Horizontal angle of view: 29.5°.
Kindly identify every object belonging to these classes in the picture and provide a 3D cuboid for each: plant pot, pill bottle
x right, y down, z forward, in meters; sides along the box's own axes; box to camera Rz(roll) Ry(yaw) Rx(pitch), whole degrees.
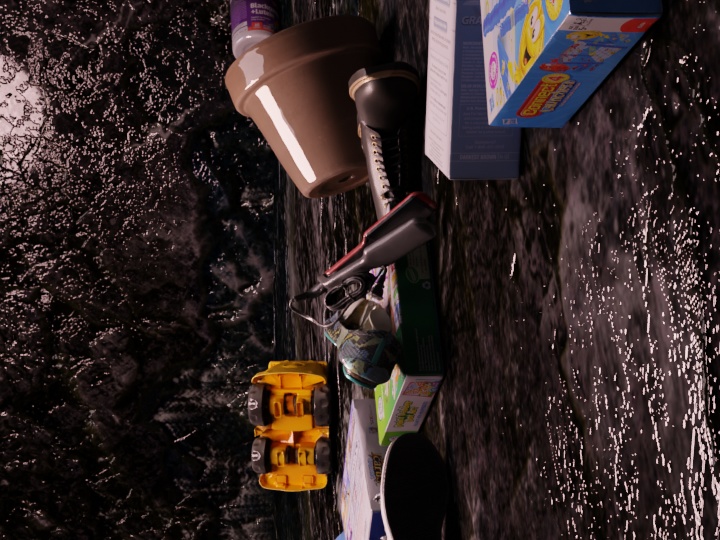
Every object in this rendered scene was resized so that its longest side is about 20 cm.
[{"bbox_3d":[-0.047,-0.188,1.667,0.200,0.199,0.176,123,127,-75],"label":"plant pot"},{"bbox_3d":[-0.238,-0.571,3.083,0.112,0.110,0.201,103,163,-58],"label":"pill bottle"}]

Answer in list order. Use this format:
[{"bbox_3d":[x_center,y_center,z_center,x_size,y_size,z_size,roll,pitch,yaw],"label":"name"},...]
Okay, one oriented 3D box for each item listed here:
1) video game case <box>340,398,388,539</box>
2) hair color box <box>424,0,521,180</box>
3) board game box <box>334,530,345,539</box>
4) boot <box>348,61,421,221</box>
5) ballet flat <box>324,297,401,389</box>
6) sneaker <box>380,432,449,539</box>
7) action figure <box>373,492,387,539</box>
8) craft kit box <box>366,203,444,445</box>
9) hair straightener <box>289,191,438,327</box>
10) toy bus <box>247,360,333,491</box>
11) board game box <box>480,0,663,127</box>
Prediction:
[{"bbox_3d":[0.013,0.294,1.702,0.182,0.045,0.201,-103,14,-49],"label":"video game case"},{"bbox_3d":[0.091,-0.180,1.073,0.099,0.060,0.202,-118,28,-71],"label":"hair color box"},{"bbox_3d":[-0.015,0.458,1.948,0.200,0.039,0.159,120,153,-65],"label":"board game box"},{"bbox_3d":[0.035,-0.128,1.454,0.200,0.077,0.140,69,-167,-76],"label":"boot"},{"bbox_3d":[0.007,0.066,1.424,0.200,0.074,0.075,-128,38,-73],"label":"ballet flat"},{"bbox_3d":[0.047,0.272,1.367,0.121,0.083,0.202,131,137,-64],"label":"sneaker"},{"bbox_3d":[0.045,0.269,1.478,0.119,0.054,0.201,-96,14,-49],"label":"action figure"},{"bbox_3d":[0.045,0.061,1.479,0.198,0.048,0.202,99,167,-61],"label":"craft kit box"},{"bbox_3d":[0.000,0.000,1.393,0.199,0.041,0.077,-33,39,29],"label":"hair straightener"},{"bbox_3d":[-0.106,0.244,2.278,0.192,0.134,0.202,-69,-22,-77],"label":"toy bus"},{"bbox_3d":[0.123,-0.216,0.863,0.196,0.055,0.202,121,147,-75],"label":"board game box"}]
